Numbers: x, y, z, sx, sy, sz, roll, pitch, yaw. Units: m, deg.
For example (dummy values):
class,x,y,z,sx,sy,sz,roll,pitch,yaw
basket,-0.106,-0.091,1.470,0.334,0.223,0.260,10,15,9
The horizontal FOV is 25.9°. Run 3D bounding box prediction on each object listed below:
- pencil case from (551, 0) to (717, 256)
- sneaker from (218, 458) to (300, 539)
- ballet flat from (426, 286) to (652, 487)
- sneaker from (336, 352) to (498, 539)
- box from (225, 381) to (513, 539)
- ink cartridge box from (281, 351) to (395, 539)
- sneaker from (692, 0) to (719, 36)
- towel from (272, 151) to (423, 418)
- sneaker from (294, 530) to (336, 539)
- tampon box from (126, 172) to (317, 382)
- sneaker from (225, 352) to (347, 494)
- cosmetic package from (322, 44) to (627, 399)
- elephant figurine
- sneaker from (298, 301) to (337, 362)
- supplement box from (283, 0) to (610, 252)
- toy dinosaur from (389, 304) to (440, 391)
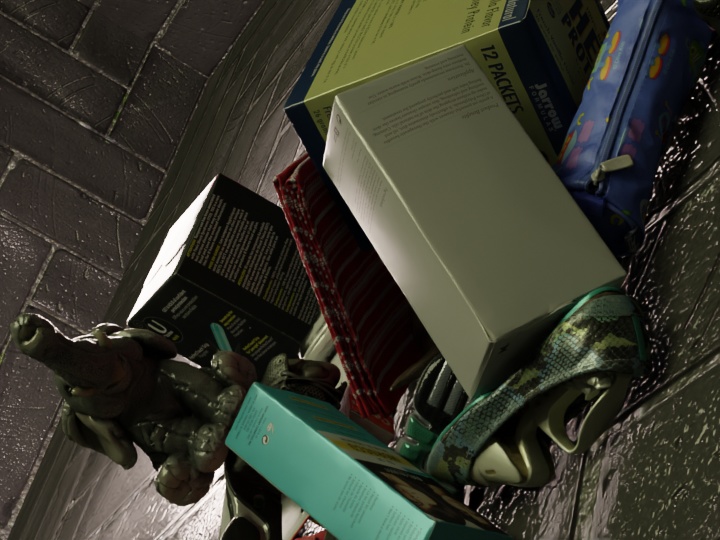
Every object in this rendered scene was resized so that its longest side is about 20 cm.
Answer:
class,x,y,z,sx,sy,sz,roll,pitch,yaw
pencil case,0.182,-0.106,1.058,0.087,0.077,0.202,83,-151,-68
sneaker,-0.092,0.255,1.390,0.116,0.075,0.202,96,175,-49
ballet flat,0.109,0.094,0.970,0.200,0.074,0.075,-53,16,39
sneaker,0.051,0.149,1.103,0.202,0.074,0.087,-62,-15,9
box,0.001,0.142,1.019,0.199,0.082,0.050,31,98,45
ink cartridge box,-0.020,0.153,1.327,0.109,0.050,0.201,-54,16,18
sneaker,0.249,-0.206,1.005,0.080,0.086,0.201,-49,17,32
towel,0.000,0.000,1.206,0.022,0.202,0.145,-15,13,24
sneaker,-0.044,0.232,1.188,0.087,0.073,0.200,-57,4,-18
tampon box,-0.104,0.026,1.560,0.150,0.199,0.127,-38,26,55
sneaker,-0.049,0.117,1.243,0.199,0.075,0.116,154,137,-73
cosmetic package,0.069,-0.034,1.009,0.107,0.201,0.085,-22,-24,-20
elephant figurine,-0.196,0.097,1.312,0.142,0.198,0.156,-71,7,-54
sneaker,-0.015,-0.009,1.445,0.201,0.111,0.073,-51,-22,-10
supplement box,0.078,-0.146,1.195,0.198,0.135,0.201,-17,28,25
toy dinosaur,0.067,0.016,1.232,0.135,0.085,0.202,-32,38,66
